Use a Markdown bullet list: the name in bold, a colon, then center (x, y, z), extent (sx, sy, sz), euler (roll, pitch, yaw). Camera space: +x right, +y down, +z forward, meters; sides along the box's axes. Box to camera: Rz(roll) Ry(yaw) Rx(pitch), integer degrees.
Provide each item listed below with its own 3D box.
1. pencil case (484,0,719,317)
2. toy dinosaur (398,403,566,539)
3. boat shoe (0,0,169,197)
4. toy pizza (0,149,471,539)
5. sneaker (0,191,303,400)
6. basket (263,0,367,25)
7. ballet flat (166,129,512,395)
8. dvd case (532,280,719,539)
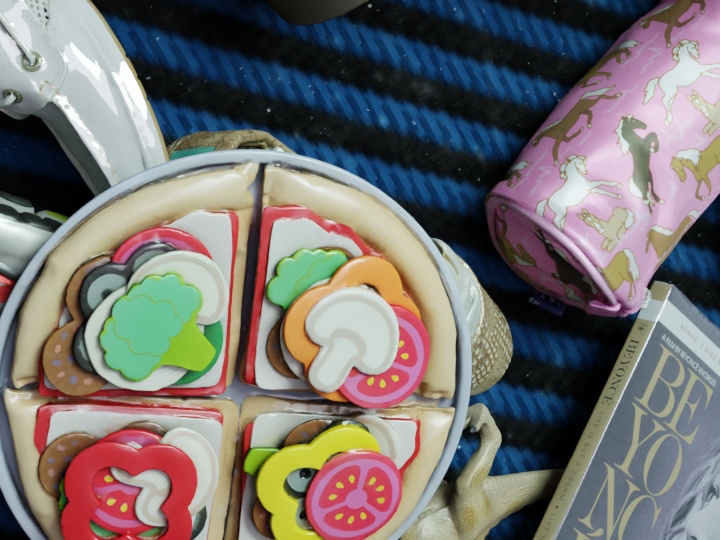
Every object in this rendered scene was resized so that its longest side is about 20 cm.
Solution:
- **pencil case**: center (0.147, -0.068, 0.779), extent (0.200, 0.082, 0.087), euler (-48, 133, -18)
- **toy dinosaur**: center (0.040, 0.110, 0.752), extent (0.199, 0.058, 0.102), euler (-28, 118, -29)
- **boat shoe**: center (-0.143, -0.093, 0.650), extent (0.069, 0.071, 0.201), euler (-32, 94, -21)
- **toy pizza**: center (-0.048, 0.053, 0.641), extent (0.197, 0.032, 0.203), euler (-5, 110, -13)
- **sneaker**: center (-0.108, 0.029, 0.672), extent (0.198, 0.077, 0.086), euler (22, 97, -21)
- **basket**: center (-0.050, -0.209, 0.649), extent (0.200, 0.179, 0.137), euler (46, 65, -27)
- **ballet flat**: center (0.000, 0.000, 0.714), extent (0.198, 0.065, 0.071), euler (27, 68, -24)
- **dvd case**: center (0.145, 0.128, 0.790), extent (0.148, 0.016, 0.202), euler (38, 73, -37)
